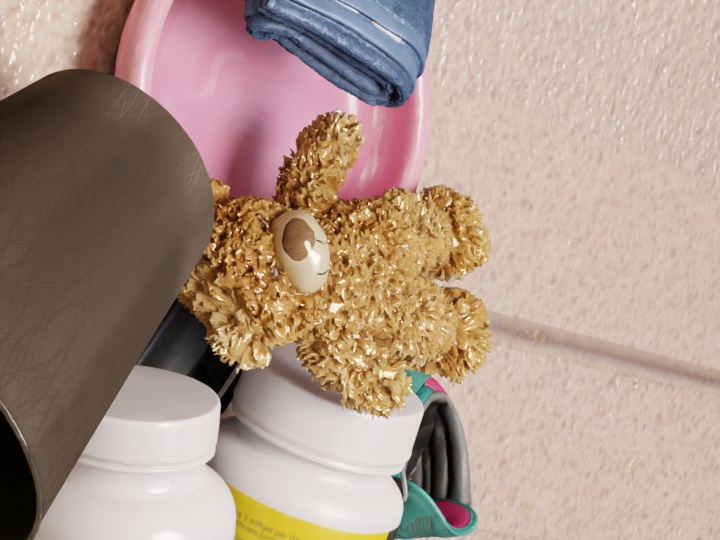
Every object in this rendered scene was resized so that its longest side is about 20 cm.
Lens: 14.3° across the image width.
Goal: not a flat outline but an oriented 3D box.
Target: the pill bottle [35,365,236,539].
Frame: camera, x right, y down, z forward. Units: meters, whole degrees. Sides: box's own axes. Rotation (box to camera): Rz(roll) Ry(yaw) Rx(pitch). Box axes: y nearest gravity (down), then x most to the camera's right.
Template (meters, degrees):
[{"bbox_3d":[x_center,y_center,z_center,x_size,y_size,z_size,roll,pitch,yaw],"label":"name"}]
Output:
[{"bbox_3d":[-0.119,0.153,1.376,0.112,0.112,0.201,-15,117,-52],"label":"pill bottle"}]

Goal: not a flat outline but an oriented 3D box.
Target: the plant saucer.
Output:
[{"bbox_3d":[-0.050,-0.084,1.426,0.200,0.051,0.202,-4,95,-43],"label":"plant saucer"}]

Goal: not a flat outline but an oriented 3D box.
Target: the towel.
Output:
[{"bbox_3d":[-0.002,-0.187,1.402,0.111,0.048,0.201,28,54,-38],"label":"towel"}]

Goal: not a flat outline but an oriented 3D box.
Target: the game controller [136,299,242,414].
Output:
[{"bbox_3d":[-0.083,0.032,1.481,0.200,0.042,0.105,-56,157,-24],"label":"game controller"}]

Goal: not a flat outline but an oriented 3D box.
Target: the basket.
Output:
[{"bbox_3d":[-0.159,0.008,1.256,0.200,0.180,0.136,-47,167,-46],"label":"basket"}]

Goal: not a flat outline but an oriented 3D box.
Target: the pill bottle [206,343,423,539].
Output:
[{"bbox_3d":[-0.045,0.145,1.478,0.114,0.114,0.201,0,114,-55],"label":"pill bottle"}]

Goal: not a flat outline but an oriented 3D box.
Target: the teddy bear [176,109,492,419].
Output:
[{"bbox_3d":[0.000,0.000,1.398,0.200,0.067,0.146,29,70,-42],"label":"teddy bear"}]

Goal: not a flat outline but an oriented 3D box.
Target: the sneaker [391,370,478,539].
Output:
[{"bbox_3d":[0.000,0.138,1.562,0.083,0.120,0.201,18,88,-56],"label":"sneaker"}]
